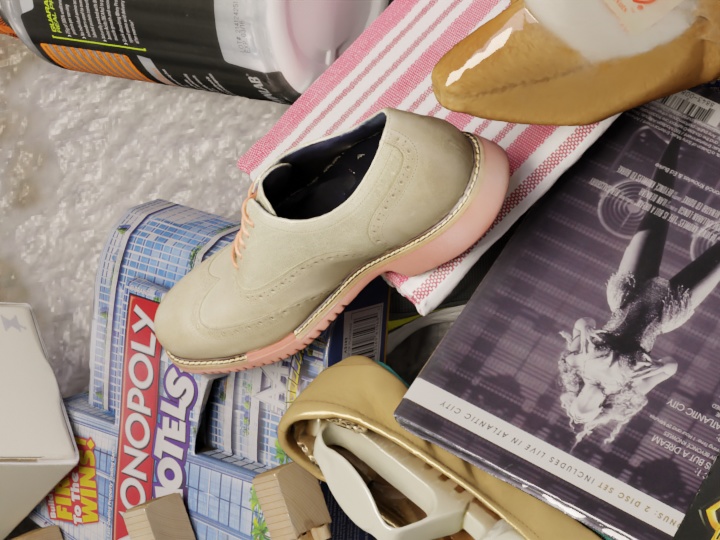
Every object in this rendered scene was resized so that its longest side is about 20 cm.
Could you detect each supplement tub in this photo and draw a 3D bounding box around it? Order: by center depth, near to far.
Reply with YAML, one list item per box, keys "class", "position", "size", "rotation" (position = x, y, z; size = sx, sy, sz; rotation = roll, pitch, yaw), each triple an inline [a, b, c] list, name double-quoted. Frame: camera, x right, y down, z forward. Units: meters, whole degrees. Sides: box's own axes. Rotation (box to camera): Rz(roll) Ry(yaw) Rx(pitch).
- class: "supplement tub"
  position: [-0.095, -0.154, 1.502]
  size: [0.200, 0.123, 0.123]
  rotation: [11, 80, 30]

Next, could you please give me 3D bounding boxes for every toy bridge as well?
- class: "toy bridge"
  position: [-0.085, 0.137, 1.379]
  size: [0.200, 0.027, 0.067]
  rotation: [-17, 92, 43]

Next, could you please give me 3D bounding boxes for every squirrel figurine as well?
- class: "squirrel figurine"
  position: [0.129, -0.159, 1.295]
  size: [0.200, 0.142, 0.187]
  rotation: [8, 32, -6]

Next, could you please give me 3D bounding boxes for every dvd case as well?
- class: "dvd case"
  position: [0.128, 0.016, 1.277]
  size: [0.149, 0.016, 0.200]
  rotation: [26, 71, 25]

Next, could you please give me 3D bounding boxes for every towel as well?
- class: "towel"
  position: [0.036, -0.063, 1.369]
  size: [0.146, 0.030, 0.200]
  rotation: [-46, 33, -4]

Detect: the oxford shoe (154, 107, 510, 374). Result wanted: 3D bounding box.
- class: "oxford shoe"
  position: [-0.029, -0.019, 1.295]
  size: [0.200, 0.074, 0.071]
  rotation: [-32, 42, 35]

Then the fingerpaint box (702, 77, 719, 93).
- class: "fingerpaint box"
  position: [0.195, -0.136, 1.368]
  size: [0.200, 0.073, 0.167]
  rotation: [6, 77, 32]

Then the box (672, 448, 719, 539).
- class: "box"
  position: [0.192, 0.107, 1.194]
  size: [0.049, 0.160, 0.200]
  rotation: [2, 39, 32]

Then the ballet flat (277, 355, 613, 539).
- class: "ballet flat"
  position: [0.043, 0.115, 1.287]
  size: [0.200, 0.063, 0.069]
  rotation: [38, 135, 26]

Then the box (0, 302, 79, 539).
- class: "box"
  position: [-0.226, 0.104, 1.471]
  size: [0.200, 0.078, 0.095]
  rotation: [-47, 53, 39]

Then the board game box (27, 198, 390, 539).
- class: "board game box"
  position: [-0.085, 0.076, 1.425]
  size: [0.200, 0.062, 0.200]
  rotation: [15, 109, 37]

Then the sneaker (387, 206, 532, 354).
- class: "sneaker"
  position: [0.000, 0.000, 1.424]
  size: [0.200, 0.085, 0.075]
  rotation: [-24, 64, 20]
